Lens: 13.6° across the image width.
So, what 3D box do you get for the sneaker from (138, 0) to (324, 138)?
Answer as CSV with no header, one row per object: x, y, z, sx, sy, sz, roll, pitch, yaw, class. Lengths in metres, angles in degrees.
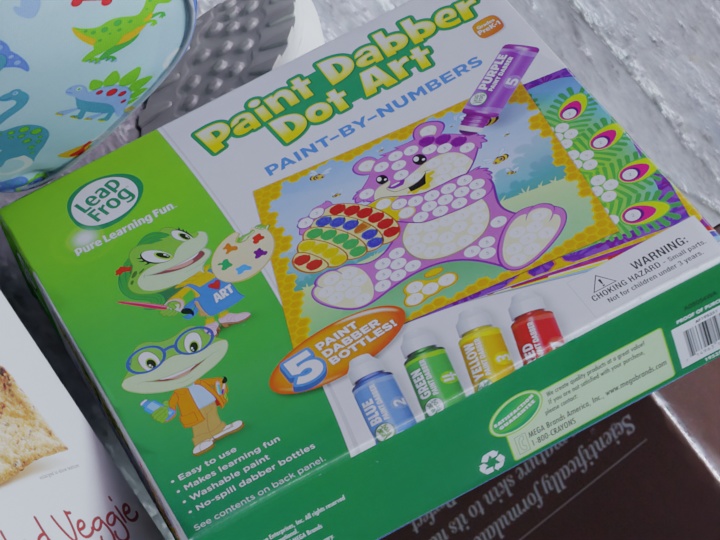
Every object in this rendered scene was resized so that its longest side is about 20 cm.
-0.035,-0.033,1.177,0.080,0.076,0.200,40,36,-33,sneaker

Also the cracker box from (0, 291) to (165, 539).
-0.136,0.079,0.935,0.200,0.058,0.134,54,32,12,cracker box

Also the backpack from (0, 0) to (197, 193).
-0.132,-0.127,1.023,0.183,0.200,0.147,13,43,-44,backpack

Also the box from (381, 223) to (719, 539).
0.120,0.095,1.118,0.164,0.166,0.200,53,32,7,box

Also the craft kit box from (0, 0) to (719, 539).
0.000,0.000,1.017,0.198,0.200,0.049,52,-13,51,craft kit box
